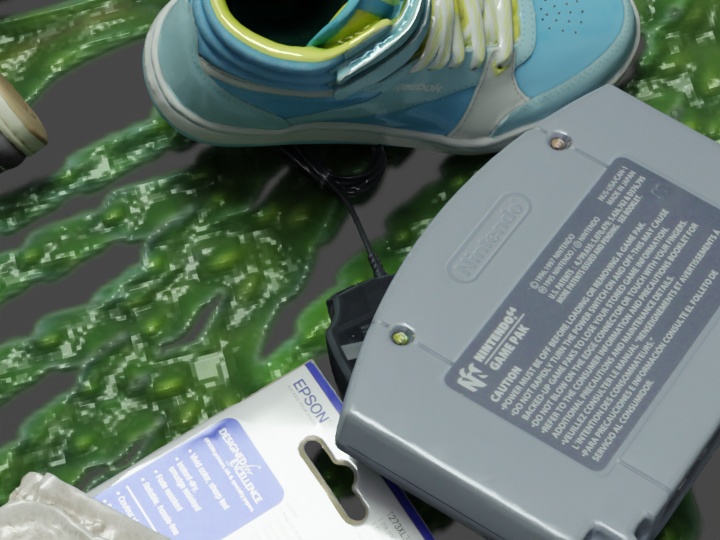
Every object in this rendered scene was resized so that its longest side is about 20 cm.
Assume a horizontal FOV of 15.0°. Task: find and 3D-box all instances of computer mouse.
[{"bbox_3d":[0.000,0.000,1.055,0.058,0.034,0.201,-9,54,-19],"label":"computer mouse"}]

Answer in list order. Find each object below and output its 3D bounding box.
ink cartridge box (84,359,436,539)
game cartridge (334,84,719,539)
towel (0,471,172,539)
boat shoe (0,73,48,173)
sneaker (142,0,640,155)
[{"bbox_3d":[-0.076,0.123,0.990,0.199,0.037,0.095,-32,65,-10],"label":"ink cartridge box"},{"bbox_3d":[0.082,0.019,1.009,0.133,0.041,0.200,33,53,11],"label":"game cartridge"},{"bbox_3d":[-0.105,0.181,0.928,0.132,0.034,0.201,27,78,-2],"label":"towel"},{"bbox_3d":[-0.209,-0.095,1.093,0.200,0.072,0.065,39,84,16],"label":"boat shoe"},{"bbox_3d":[0.025,-0.094,1.022,0.198,0.131,0.080,-8,78,-15],"label":"sneaker"}]
